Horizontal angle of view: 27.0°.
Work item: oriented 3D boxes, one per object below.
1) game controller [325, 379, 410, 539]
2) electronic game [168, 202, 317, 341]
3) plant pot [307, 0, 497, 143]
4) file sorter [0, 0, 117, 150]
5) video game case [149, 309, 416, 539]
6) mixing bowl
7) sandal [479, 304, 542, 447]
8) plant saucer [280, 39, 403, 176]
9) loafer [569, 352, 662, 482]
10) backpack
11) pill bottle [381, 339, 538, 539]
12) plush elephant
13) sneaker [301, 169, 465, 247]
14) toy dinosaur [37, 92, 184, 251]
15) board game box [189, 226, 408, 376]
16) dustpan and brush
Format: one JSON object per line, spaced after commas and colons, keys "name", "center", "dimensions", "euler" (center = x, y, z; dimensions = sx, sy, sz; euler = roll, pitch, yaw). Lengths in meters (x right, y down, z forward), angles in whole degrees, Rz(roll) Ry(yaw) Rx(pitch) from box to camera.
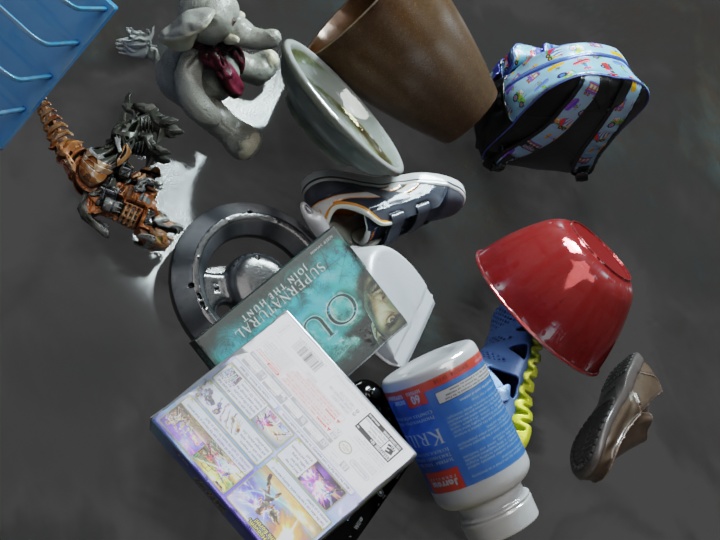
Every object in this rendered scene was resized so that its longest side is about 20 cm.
{"name": "game controller", "center": [-0.012, 0.205, 1.568], "dimensions": [0.104, 0.042, 0.200], "euler": [41, 50, -1]}
{"name": "electronic game", "center": [-0.112, 0.020, 1.625], "dimensions": [0.200, 0.042, 0.200], "euler": [11, 64, -24]}
{"name": "plant pot", "center": [0.067, -0.257, 1.836], "dimensions": [0.200, 0.187, 0.187], "euler": [44, 48, -15]}
{"name": "file sorter", "center": [-0.374, -0.235, 1.510], "dimensions": [0.139, 0.200, 0.123], "euler": [42, 13, 0]}
{"name": "video game case", "center": [-0.077, 0.171, 1.492], "dimensions": [0.181, 0.045, 0.200], "euler": [-38, 79, -23]}
{"name": "mixing bowl", "center": [0.241, 0.013, 1.738], "dimensions": [0.200, 0.108, 0.200], "euler": [40, 16, -14]}
{"name": "sandal", "center": [0.152, 0.118, 1.699], "dimensions": [0.087, 0.080, 0.200], "euler": [21, 51, -14]}
{"name": "plant saucer", "center": [-0.033, -0.173, 1.706], "dimensions": [0.200, 0.050, 0.200], "euler": [46, 13, -14]}
{"name": "loafer", "center": [0.309, 0.178, 1.752], "dimensions": [0.071, 0.073, 0.200], "euler": [38, 49, -2]}
{"name": "backpack", "center": [0.254, -0.217, 1.889], "dimensions": [0.182, 0.200, 0.135], "euler": [5, 59, -27]}
{"name": "pill bottle", "center": [0.111, 0.184, 1.590], "dimensions": [0.112, 0.112, 0.200], "euler": [-28, 94, -39]}
{"name": "plush elephant", "center": [-0.162, -0.258, 1.698], "dimensions": [0.200, 0.155, 0.165], "euler": [28, 51, -13]}
{"name": "sneaker", "center": [0.031, -0.066, 1.743], "dimensions": [0.200, 0.078, 0.079], "euler": [0, 56, -18]}
{"name": "toy dinosaur", "center": [-0.262, -0.113, 1.596], "dimensions": [0.136, 0.102, 0.200], "euler": [-48, 112, -25]}
{"name": "board game box", "center": [-0.062, 0.066, 1.580], "dimensions": [0.200, 0.028, 0.135], "euler": [-41, 97, -22]}
{"name": "dustpan and brush", "center": [0.000, 0.000, 1.675], "dimensions": [0.200, 0.057, 0.140], "euler": [60, 34, -24]}
